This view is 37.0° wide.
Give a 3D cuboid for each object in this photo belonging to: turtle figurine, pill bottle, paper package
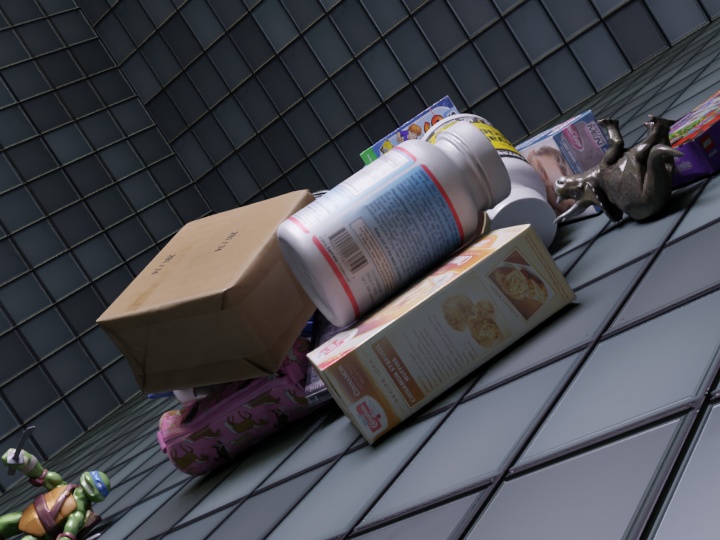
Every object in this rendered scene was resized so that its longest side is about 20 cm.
[{"bbox_3d":[-0.389,0.282,1.222,0.194,0.144,0.200,-38,1,-3],"label":"turtle figurine"},{"bbox_3d":[0.140,-0.088,1.197,0.111,0.112,0.200,-33,35,3],"label":"pill bottle"},{"bbox_3d":[0.033,-0.046,0.963,0.199,0.109,0.109,-34,4,-11],"label":"pill bottle"},{"bbox_3d":[-0.141,0.022,1.129,0.190,0.104,0.200,-13,28,31],"label":"paper package"}]

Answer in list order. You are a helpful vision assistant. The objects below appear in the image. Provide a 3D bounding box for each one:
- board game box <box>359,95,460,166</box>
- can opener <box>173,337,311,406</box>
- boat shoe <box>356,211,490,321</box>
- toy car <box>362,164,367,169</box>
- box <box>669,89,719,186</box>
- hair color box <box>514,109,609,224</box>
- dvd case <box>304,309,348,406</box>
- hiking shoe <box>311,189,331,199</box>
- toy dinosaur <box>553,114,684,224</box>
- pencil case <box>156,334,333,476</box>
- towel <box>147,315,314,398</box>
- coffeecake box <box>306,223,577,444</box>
[{"bbox_3d":[0.109,-0.101,1.368,0.135,0.201,0.034,-33,4,8],"label":"board game box"},{"bbox_3d":[-0.114,0.107,1.202,0.199,0.054,0.067,-9,-14,-16],"label":"can opener"},{"bbox_3d":[0.056,-0.013,1.048,0.072,0.072,0.200,2,41,50],"label":"boat shoe"},{"bbox_3d":[0.079,-0.052,1.489,0.177,0.184,0.201,-29,29,51],"label":"toy car"},{"bbox_3d":[0.356,-0.144,1.069,0.200,0.039,0.137,-36,4,-24],"label":"box"},{"bbox_3d":[0.227,-0.110,1.253,0.060,0.100,0.200,-33,3,-14],"label":"hair color box"},{"bbox_3d":[0.016,0.049,1.085,0.148,0.016,0.200,-24,25,13],"label":"dvd case"},{"bbox_3d":[0.000,0.000,1.232,0.074,0.201,0.087,-27,-18,7],"label":"hiking shoe"},{"bbox_3d":[0.255,-0.087,0.980,0.076,0.103,0.200,2,5,-20],"label":"toy dinosaur"},{"bbox_3d":[-0.121,0.145,1.134,0.199,0.087,0.083,-33,25,25],"label":"pencil case"},{"bbox_3d":[-0.141,0.107,1.296,0.199,0.024,0.144,-33,-19,29],"label":"towel"},{"bbox_3d":[0.060,0.049,0.898,0.199,0.073,0.153,-35,4,-6],"label":"coffeecake box"}]
